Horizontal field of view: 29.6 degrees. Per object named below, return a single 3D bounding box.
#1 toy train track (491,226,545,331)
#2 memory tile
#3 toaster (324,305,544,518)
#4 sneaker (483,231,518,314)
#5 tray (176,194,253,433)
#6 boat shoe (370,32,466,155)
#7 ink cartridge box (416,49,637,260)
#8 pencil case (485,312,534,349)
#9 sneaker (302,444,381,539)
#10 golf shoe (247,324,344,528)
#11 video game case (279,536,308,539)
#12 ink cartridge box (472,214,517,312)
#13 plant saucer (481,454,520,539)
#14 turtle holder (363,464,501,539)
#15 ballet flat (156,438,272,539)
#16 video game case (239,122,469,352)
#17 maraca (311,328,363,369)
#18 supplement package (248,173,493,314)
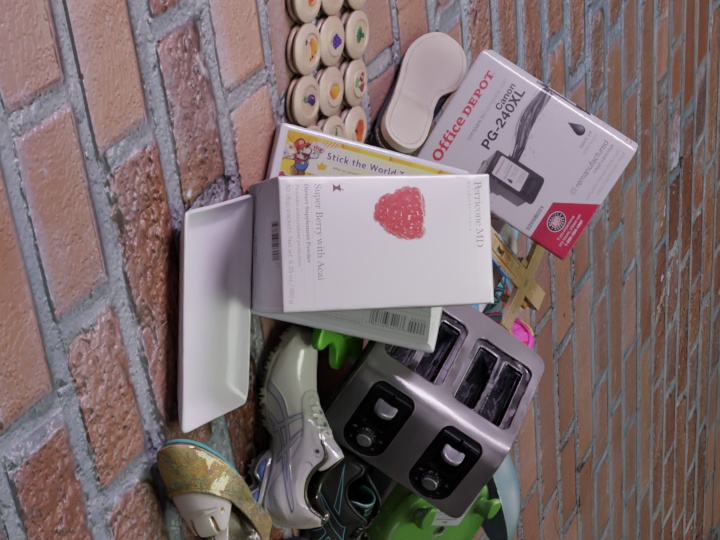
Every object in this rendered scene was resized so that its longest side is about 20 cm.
[{"bbox_3d":[0.158,-0.007,1.524,0.115,0.032,0.200,-65,147,-13],"label":"toy train track"},{"bbox_3d":[-0.030,-0.203,1.358,0.153,0.017,0.202,-29,125,-57],"label":"memory tile"},{"bbox_3d":[0.082,0.129,1.437,0.119,0.180,0.200,-56,180,42],"label":"toaster"},{"bbox_3d":[0.143,-0.019,1.698,0.096,0.079,0.201,57,33,-45],"label":"sneaker"},{"bbox_3d":[-0.135,0.036,1.225,0.107,0.022,0.202,-22,118,-60],"label":"tray"},{"bbox_3d":[0.058,-0.191,1.513,0.063,0.072,0.201,-45,-166,48],"label":"boat shoe"},{"bbox_3d":[0.178,-0.128,1.484,0.146,0.199,0.083,-58,175,15],"label":"ink cartridge box"},{"bbox_3d":[0.159,0.130,1.632,0.201,0.088,0.089,83,29,-55],"label":"pencil case"},{"bbox_3d":[-0.020,0.269,1.469,0.075,0.079,0.201,-51,143,-44],"label":"sneaker"},{"bbox_3d":[-0.052,0.157,1.349,0.078,0.097,0.202,5,93,-61],"label":"golf shoe"},{"bbox_3d":[-0.117,0.349,1.372,0.200,0.019,0.144,9,91,-64],"label":"video game case"},{"bbox_3d":[0.107,-0.019,1.578,0.200,0.115,0.068,-55,145,-40],"label":"ink cartridge box"},{"bbox_3d":[0.147,0.227,1.594,0.038,0.201,0.202,-18,126,-10],"label":"plant saucer"},{"bbox_3d":[0.065,0.272,1.544,0.140,0.132,0.186,-18,135,-21],"label":"turtle holder"},{"bbox_3d":[-0.130,0.220,1.241,0.071,0.070,0.200,-67,154,-24],"label":"ballet flat"},{"bbox_3d":[-0.004,-0.029,1.315,0.023,0.199,0.183,180,-78,-73],"label":"video game case"},{"bbox_3d":[0.000,0.000,1.384,0.137,0.106,0.201,48,58,-50],"label":"maraca"},{"bbox_3d":[0.008,-0.025,1.244,0.198,0.120,0.122,-2,89,-18],"label":"supplement package"}]
